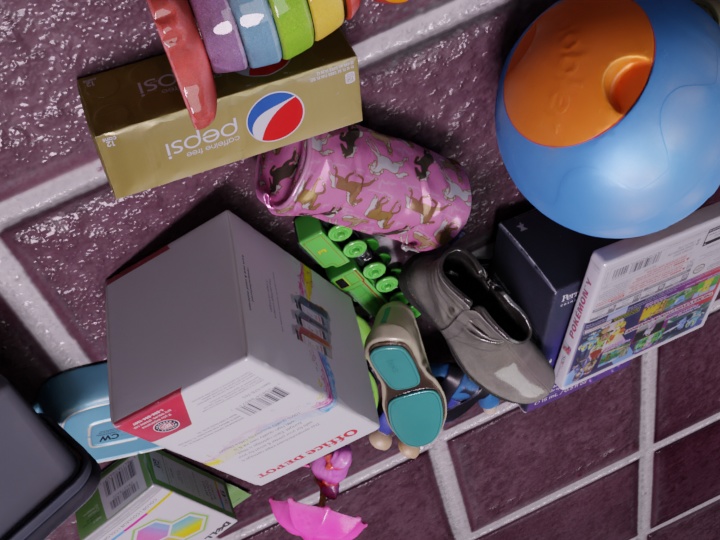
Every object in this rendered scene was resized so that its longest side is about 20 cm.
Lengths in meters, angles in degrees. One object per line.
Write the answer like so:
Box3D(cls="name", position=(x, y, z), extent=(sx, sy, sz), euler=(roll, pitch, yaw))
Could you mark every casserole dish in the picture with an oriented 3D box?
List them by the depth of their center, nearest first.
Box3D(cls="casserole dish", position=(-0.219, 0.137, 1.021), extent=(0.197, 0.039, 0.122), euler=(-9, 137, -21))

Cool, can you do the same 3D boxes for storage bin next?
Box3D(cls="storage bin", position=(-0.342, 0.164, 0.864), extent=(0.199, 0.145, 0.136), euler=(-40, 134, -24))

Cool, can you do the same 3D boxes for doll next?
Box3D(cls="doll", position=(0.093, 0.141, 1.159), extent=(0.135, 0.049, 0.200), euler=(19, 138, -24))

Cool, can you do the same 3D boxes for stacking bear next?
Box3D(cls="stacking bear", position=(-0.042, -0.197, 0.696), extent=(0.197, 0.115, 0.122), euler=(-21, 151, -5))

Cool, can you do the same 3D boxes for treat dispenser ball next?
Box3D(cls="treat dispenser ball", position=(0.208, -0.128, 0.852), extent=(0.198, 0.202, 0.203), euler=(-16, 140, -14))

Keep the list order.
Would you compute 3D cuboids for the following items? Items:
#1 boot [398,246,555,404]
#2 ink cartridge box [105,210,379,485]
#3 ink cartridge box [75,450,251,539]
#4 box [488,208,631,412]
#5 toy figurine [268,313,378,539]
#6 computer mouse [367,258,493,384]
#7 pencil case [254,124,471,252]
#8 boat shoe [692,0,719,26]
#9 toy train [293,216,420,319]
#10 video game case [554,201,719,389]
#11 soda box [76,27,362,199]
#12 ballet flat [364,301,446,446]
Box3D(cls="boot", position=(0.122, 0.059, 0.961), extent=(0.200, 0.130, 0.068), euler=(43, 80, -13))
Box3D(cls="ink cartridge box", position=(-0.101, 0.076, 0.920), extent=(0.144, 0.146, 0.200), euler=(-27, 143, 21))
Box3D(cls="ink cartridge box", position=(-0.207, 0.268, 1.152), extent=(0.103, 0.060, 0.200), euler=(-37, 140, 11))
Box3D(cls="box", position=(0.216, 0.028, 1.095), extent=(0.146, 0.105, 0.202), euler=(-21, 142, -19))
Box3D(cls="toy figurine", position=(-0.033, 0.172, 1.028), extent=(0.148, 0.185, 0.202), euler=(13, 122, -18))
Box3D(cls="computer mouse", position=(0.065, 0.060, 1.108), extent=(0.200, 0.034, 0.058), euler=(-43, 138, 16))
Box3D(cls="pencil case", position=(0.004, -0.072, 0.890), extent=(0.198, 0.088, 0.082), euler=(14, 156, -39))
Box3D(cls="boat shoe", position=(0.285, -0.158, 0.965), extent=(0.068, 0.075, 0.201), euler=(-8, 146, -35))
Box3D(cls="toy train", position=(0.000, 0.000, 1.001), extent=(0.056, 0.042, 0.200), euler=(-26, 142, 13))
Box3D(cls="video game case", position=(0.289, 0.021, 1.040), extent=(0.198, 0.023, 0.184), euler=(-20, 141, -24))
Box3D(cls="soda box", position=(-0.102, -0.125, 0.779), extent=(0.197, 0.068, 0.065), euler=(-20, 142, -10))
Box3D(cls="ballet flat", position=(0.047, 0.103, 1.068), extent=(0.069, 0.070, 0.201), euler=(-23, 140, -6))
